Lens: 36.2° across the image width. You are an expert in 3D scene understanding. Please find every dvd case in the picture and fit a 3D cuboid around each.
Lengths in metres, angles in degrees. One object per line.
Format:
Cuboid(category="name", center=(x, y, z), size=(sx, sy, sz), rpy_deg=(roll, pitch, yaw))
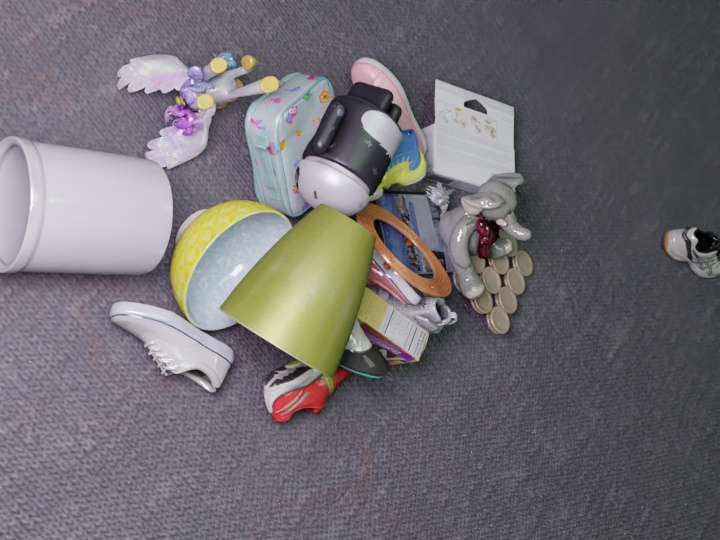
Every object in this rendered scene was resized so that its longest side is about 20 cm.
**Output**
Cuboid(category="dvd case", center=(0.095, -0.063, 1.862), size=(0.199, 0.017, 0.144), rpy_deg=(-2, 78, -49))

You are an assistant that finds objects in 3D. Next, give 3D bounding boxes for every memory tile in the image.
Cuboid(category="memory tile", center=(0.237, 0.002, 1.967), size=(0.153, 0.017, 0.201), rpy_deg=(48, 47, -20))

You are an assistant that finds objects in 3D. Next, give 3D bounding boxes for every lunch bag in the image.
Cuboid(category="lunch bag", center=(-0.103, -0.192, 1.673), size=(0.160, 0.077, 0.201), rpy_deg=(-44, 140, -36))

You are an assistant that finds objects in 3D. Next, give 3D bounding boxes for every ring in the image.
Cuboid(category="ring", center=(0.064, -0.029, 1.722), size=(0.200, 0.019, 0.201), rpy_deg=(39, 21, -17))

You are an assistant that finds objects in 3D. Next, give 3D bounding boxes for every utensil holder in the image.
Cuboid(category="utensil holder", center=(-0.367, -0.077, 1.435), size=(0.199, 0.169, 0.172), rpy_deg=(4, 76, -38))

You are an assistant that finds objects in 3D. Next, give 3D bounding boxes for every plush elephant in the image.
Cuboid(category="plush elephant", center=(0.217, -0.085, 1.858), size=(0.165, 0.154, 0.201), rpy_deg=(-40, 101, -44))

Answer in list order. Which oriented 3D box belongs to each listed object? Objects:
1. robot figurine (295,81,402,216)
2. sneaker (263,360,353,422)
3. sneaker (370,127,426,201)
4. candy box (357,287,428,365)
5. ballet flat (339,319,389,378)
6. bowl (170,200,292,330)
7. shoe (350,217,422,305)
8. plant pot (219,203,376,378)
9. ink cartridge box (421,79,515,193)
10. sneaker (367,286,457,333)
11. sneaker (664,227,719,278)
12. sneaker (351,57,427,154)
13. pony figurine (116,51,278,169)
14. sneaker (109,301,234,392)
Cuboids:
Cuboid(category="robot figurine", center=(-0.017, -0.177, 1.628), size=(0.150, 0.125, 0.201), rpy_deg=(32, 77, -22))
Cuboid(category="sneaker", center=(-0.068, 0.173, 1.681), size=(0.199, 0.077, 0.086), rpy_deg=(-20, 111, -38))
Cuboid(category="sneaker", center=(0.022, -0.175, 1.759), size=(0.199, 0.075, 0.106), rpy_deg=(-24, 116, -41))
Cuboid(category="candy box", center=(-0.005, 0.076, 1.711), size=(0.200, 0.116, 0.057), rpy_deg=(38, 60, -25))
Cuboid(category="ballet flat", center=(-0.045, 0.097, 1.642), size=(0.198, 0.069, 0.068), rpy_deg=(21, 30, 7))
Cuboid(category="bowl", center=(-0.201, -0.027, 1.575), size=(0.199, 0.201, 0.108), rpy_deg=(-22, 49, -39))
Cuboid(category="shoe", center=(0.000, 0.000, 1.717), size=(0.091, 0.071, 0.200), rpy_deg=(-45, 90, 8))
Cuboid(category="plant pot", center=(-0.068, 0.016, 1.540), size=(0.186, 0.187, 0.201), rpy_deg=(33, 85, -27))
Cuboid(category="ink cartridge box", center=(0.195, -0.233, 1.991), size=(0.199, 0.043, 0.175), rpy_deg=(13, 71, -35))
Cuboid(category="sneaker", center=(0.061, 0.048, 1.770), size=(0.199, 0.114, 0.076), rpy_deg=(30, 62, -28))
Cuboid(category="sneaker", center=(0.734, -0.038, 2.335), size=(0.199, 0.087, 0.076), rpy_deg=(17, 67, -35))
Cuboid(category="sneaker", center=(0.032, -0.252, 1.848), size=(0.105, 0.075, 0.201), rpy_deg=(-46, 112, -41))
Cuboid(category="pony figurine", center=(-0.232, -0.249, 1.590), size=(0.192, 0.200, 0.168), rpy_deg=(-20, 96, -24))
Cuboid(category="sneaker", center=(-0.262, 0.107, 1.531), size=(0.199, 0.073, 0.071), rpy_deg=(30, 59, -29))
